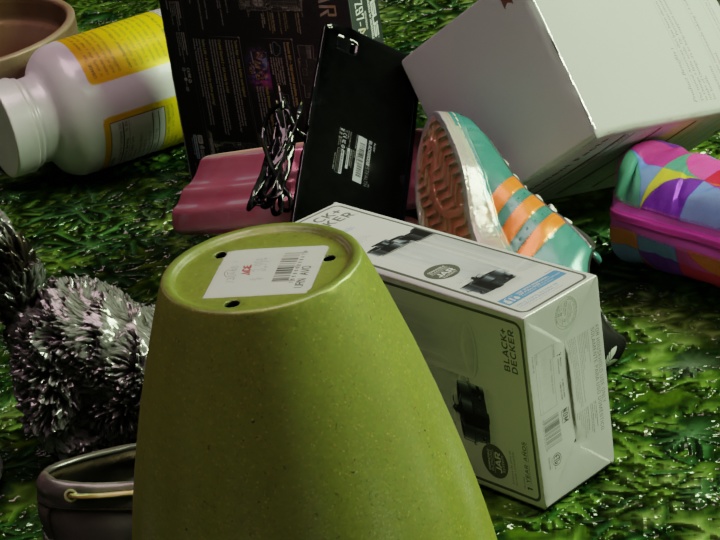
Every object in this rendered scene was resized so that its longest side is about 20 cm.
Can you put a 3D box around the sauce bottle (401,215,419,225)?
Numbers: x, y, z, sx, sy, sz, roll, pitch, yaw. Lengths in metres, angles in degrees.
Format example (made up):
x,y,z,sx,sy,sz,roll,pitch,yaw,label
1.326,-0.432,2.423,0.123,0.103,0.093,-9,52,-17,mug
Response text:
x,y,z,sx,sy,sz,roll,pitch,yaw,label
0.000,0.000,1.337,0.198,0.065,0.065,-6,24,1,sauce bottle

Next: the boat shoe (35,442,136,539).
x,y,z,sx,sy,sz,roll,pitch,yaw,label
-0.072,0.108,1.128,0.200,0.061,0.072,-17,25,-16,boat shoe

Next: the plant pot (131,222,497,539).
x,y,z,sx,sy,sz,roll,pitch,yaw,label
-0.029,0.087,0.990,0.185,0.202,0.187,-7,24,3,plant pot

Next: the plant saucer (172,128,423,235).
x,y,z,sx,sy,sz,roll,pitch,yaw,label
-0.028,-0.061,1.416,0.199,0.051,0.201,-8,4,1,plant saucer

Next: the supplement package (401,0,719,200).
x,y,z,sx,sy,sz,roll,pitch,yaw,label
0.147,-0.122,1.384,0.199,0.118,0.117,-12,-16,-47,supplement package

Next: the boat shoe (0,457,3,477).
x,y,z,sx,sy,sz,roll,pitch,yaw,label
-0.279,0.126,1.154,0.070,0.064,0.199,14,33,41,boat shoe

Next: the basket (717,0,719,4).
x,y,z,sx,sy,sz,roll,pitch,yaw,label
0.392,-0.323,1.748,0.160,0.202,0.198,9,29,22,basket

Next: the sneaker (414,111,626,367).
x,y,z,sx,sy,sz,roll,pitch,yaw,label
0.093,-0.013,1.275,0.079,0.072,0.201,-2,52,-26,sneaker

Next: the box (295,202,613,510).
x,y,z,sx,sy,sz,roll,pitch,yaw,label
0.040,0.042,1.168,0.060,0.118,0.199,-29,30,-37,box

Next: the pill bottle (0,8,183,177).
x,y,z,sx,sy,sz,roll,pitch,yaw,label
-0.188,-0.137,1.644,0.199,0.105,0.104,-20,27,-25,pill bottle

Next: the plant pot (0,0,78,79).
x,y,z,sx,sy,sz,roll,pitch,yaw,label
-0.321,-0.149,1.732,0.199,0.093,0.201,-8,24,4,plant pot

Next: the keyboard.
x,y,z,sx,sy,sz,roll,pitch,yaw,label
-0.021,-0.065,1.316,0.104,0.040,0.201,25,51,-21,keyboard

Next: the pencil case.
x,y,z,sx,sy,sz,roll,pitch,yaw,label
0.235,-0.022,1.279,0.088,0.089,0.199,-24,26,-31,pencil case

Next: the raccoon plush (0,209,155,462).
x,y,z,sx,sy,sz,roll,pitch,yaw,label
-0.132,0.030,1.172,0.133,0.200,0.097,-20,35,27,raccoon plush

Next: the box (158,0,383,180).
x,y,z,sx,sy,sz,roll,pitch,yaw,label
-0.061,-0.155,1.526,0.159,0.202,0.044,5,28,28,box
